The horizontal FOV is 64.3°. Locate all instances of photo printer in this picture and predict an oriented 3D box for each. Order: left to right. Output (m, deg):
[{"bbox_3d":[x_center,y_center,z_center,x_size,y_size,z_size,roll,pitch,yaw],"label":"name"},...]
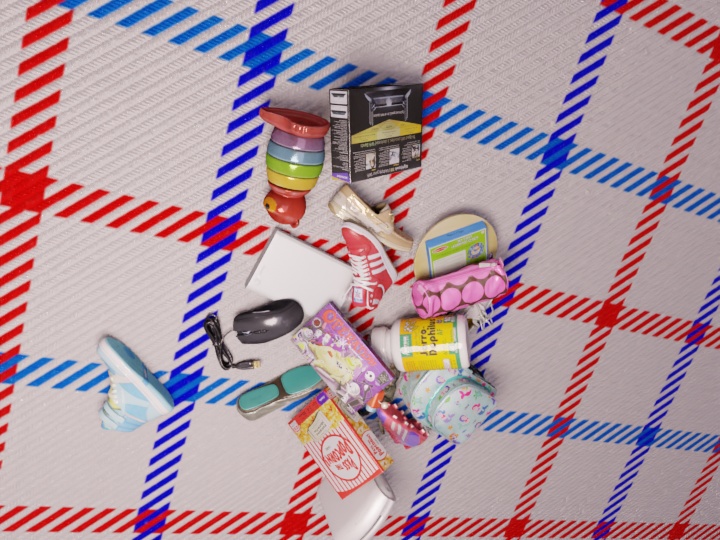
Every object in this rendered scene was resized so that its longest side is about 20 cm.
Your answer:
[{"bbox_3d":[-0.009,0.508,1.280,0.069,0.200,0.167,37,96,-27],"label":"photo printer"}]

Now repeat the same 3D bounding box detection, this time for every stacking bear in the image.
[{"bbox_3d":[-0.125,-0.179,1.037,0.113,0.121,0.201,-19,130,-51],"label":"stacking bear"}]

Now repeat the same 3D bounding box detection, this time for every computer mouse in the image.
[{"bbox_3d":[-0.205,0.140,1.147,0.199,0.046,0.141,-11,116,-6],"label":"computer mouse"}]

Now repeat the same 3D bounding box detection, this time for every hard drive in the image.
[{"bbox_3d":[-0.114,0.015,1.157,0.199,0.026,0.132,26,99,-26],"label":"hard drive"}]

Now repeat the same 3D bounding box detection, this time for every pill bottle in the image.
[{"bbox_3d":[0.128,0.156,1.214,0.199,0.113,0.113,-5,114,14],"label":"pill bottle"}]

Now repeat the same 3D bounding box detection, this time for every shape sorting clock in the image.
[{"bbox_3d":[0.206,-0.031,1.241,0.199,0.039,0.201,-11,125,-16],"label":"shape sorting clock"}]

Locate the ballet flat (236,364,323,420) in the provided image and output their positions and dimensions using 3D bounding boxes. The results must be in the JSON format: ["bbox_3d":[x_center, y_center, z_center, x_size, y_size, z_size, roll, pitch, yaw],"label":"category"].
[{"bbox_3d":[-0.165,0.260,1.220,0.199,0.068,0.064,-21,142,-10],"label":"ballet flat"}]

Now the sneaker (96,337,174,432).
[{"bbox_3d":[-0.464,0.231,1.088,0.130,0.080,0.201,-34,116,-6],"label":"sneaker"}]

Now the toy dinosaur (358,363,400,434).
[{"bbox_3d":[0.039,0.300,1.307,0.088,0.047,0.201,0,113,-26],"label":"toy dinosaur"}]

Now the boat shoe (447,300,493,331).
[{"bbox_3d":[0.254,0.103,1.273,0.202,0.086,0.075,-45,134,3],"label":"boat shoe"}]

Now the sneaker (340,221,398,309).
[{"bbox_3d":[0.000,0.000,1.128,0.113,0.071,0.200,-57,137,-19],"label":"sneaker"}]

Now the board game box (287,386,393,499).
[{"bbox_3d":[-0.045,0.358,1.200,0.200,0.046,0.152,51,126,12],"label":"board game box"}]

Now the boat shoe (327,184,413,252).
[{"bbox_3d":[0.034,-0.103,1.137,0.199,0.074,0.069,27,105,-25],"label":"boat shoe"}]

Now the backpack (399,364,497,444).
[{"bbox_3d":[0.195,0.282,1.301,0.200,0.151,0.178,38,96,-22],"label":"backpack"}]

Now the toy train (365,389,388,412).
[{"bbox_3d":[-0.022,0.299,1.225,0.055,0.150,0.201,9,111,-36],"label":"toy train"}]

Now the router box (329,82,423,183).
[{"bbox_3d":[0.033,-0.256,1.046,0.199,0.052,0.158,-20,118,-41],"label":"router box"}]

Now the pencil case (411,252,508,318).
[{"bbox_3d":[0.208,0.033,1.205,0.199,0.091,0.094,-18,152,-11],"label":"pencil case"}]

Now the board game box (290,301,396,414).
[{"bbox_3d":[-0.037,0.177,1.160,0.120,0.032,0.200,-43,82,10],"label":"board game box"}]

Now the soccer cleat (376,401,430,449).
[{"bbox_3d":[0.087,0.363,1.315,0.076,0.067,0.200,-42,136,8],"label":"soccer cleat"}]
